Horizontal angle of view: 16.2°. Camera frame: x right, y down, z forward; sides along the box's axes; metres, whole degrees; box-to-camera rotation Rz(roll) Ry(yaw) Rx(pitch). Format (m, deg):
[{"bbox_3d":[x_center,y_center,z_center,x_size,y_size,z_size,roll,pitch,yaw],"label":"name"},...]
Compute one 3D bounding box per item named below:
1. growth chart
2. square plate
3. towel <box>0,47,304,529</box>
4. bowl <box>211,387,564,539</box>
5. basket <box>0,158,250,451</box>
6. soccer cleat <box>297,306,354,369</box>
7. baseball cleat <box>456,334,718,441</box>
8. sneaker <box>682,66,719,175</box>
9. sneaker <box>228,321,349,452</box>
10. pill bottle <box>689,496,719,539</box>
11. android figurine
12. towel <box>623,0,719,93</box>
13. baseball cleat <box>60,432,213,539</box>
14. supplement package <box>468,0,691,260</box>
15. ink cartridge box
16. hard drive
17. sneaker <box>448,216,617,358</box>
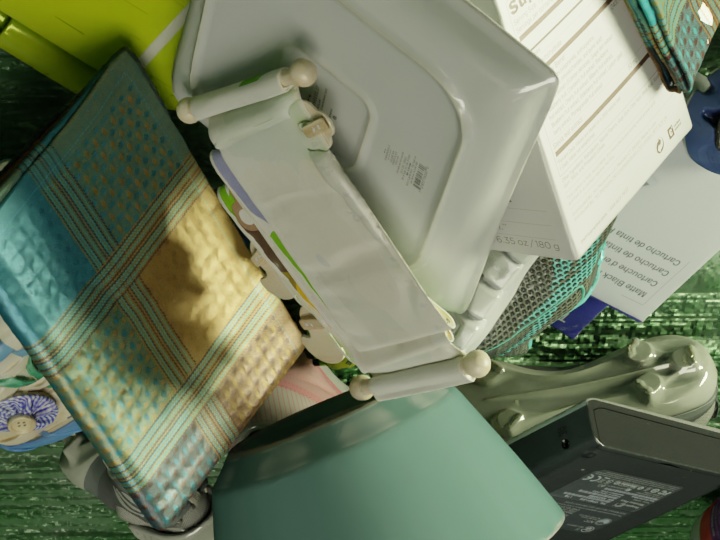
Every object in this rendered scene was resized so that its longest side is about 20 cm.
[{"bbox_3d":[-0.018,-0.013,1.240,0.144,0.018,0.201,-2,126,55],"label":"growth chart"},{"bbox_3d":[-0.011,-0.086,1.196,0.198,0.028,0.200,40,148,14],"label":"square plate"},{"bbox_3d":[-0.114,0.010,1.284,0.022,0.147,0.201,-1,130,44],"label":"towel"},{"bbox_3d":[-0.001,0.124,1.363,0.200,0.201,0.106,-22,94,16],"label":"bowl"},{"bbox_3d":[-0.164,0.019,1.389,0.176,0.140,0.200,-35,163,26],"label":"basket"},{"bbox_3d":[0.000,0.001,1.396,0.083,0.065,0.200,-14,155,0],"label":"soccer cleat"},{"bbox_3d":[0.119,0.096,1.531,0.199,0.070,0.107,-8,141,7],"label":"baseball cleat"},{"bbox_3d":[0.266,-0.097,1.302,0.199,0.115,0.080,-44,126,12],"label":"sneaker"},{"bbox_3d":[-0.020,0.116,1.511,0.075,0.105,0.200,-28,132,18],"label":"sneaker"},{"bbox_3d":[0.305,0.140,1.562,0.111,0.112,0.200,24,128,-26],"label":"pill bottle"},{"bbox_3d":[-0.107,-0.156,1.278,0.199,0.041,0.182,28,125,-26],"label":"android figurine"},{"bbox_3d":[0.143,-0.202,1.196,0.022,0.147,0.200,4,144,34],"label":"towel"},{"bbox_3d":[-0.107,0.116,1.455,0.106,0.200,0.070,43,76,-16],"label":"baseball cleat"},{"bbox_3d":[0.060,-0.124,1.215,0.121,0.120,0.201,8,131,40],"label":"supplement package"},{"bbox_3d":[0.111,-0.045,1.409,0.199,0.041,0.200,25,127,-27],"label":"ink cartridge box"},{"bbox_3d":[0.110,0.138,1.520,0.139,0.033,0.200,15,145,-42],"label":"hard drive"},{"bbox_3d":[0.103,-0.022,1.365,0.091,0.078,0.200,8,134,-46],"label":"sneaker"}]
